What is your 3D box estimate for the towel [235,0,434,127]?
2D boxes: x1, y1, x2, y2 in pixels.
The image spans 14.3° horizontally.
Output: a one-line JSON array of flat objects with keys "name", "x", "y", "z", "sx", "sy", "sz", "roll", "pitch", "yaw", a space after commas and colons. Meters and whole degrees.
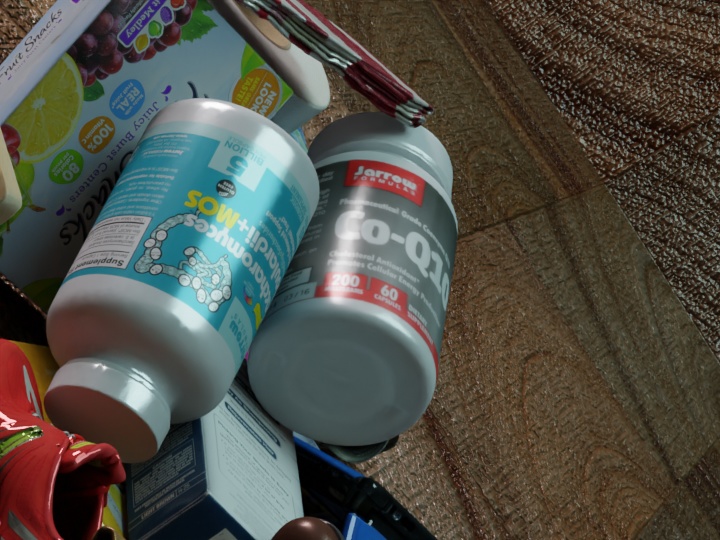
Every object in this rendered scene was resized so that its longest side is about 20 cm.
[{"name": "towel", "x": -0.054, "y": -0.163, "z": 1.776, "sx": 0.200, "sy": 0.023, "sz": 0.144, "roll": 32, "pitch": 9, "yaw": -37}]

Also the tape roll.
[{"name": "tape roll", "x": -0.093, "y": -0.180, "z": 1.893, "sx": 0.203, "sy": 0.037, "sz": 0.203, "roll": 52, "pitch": 14, "yaw": -18}]

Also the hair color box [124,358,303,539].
[{"name": "hair color box", "x": -0.086, "y": 0.116, "z": 1.665, "sx": 0.100, "sy": 0.060, "sz": 0.200, "roll": 48, "pitch": 16, "yaw": -28}]

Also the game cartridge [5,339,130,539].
[{"name": "game cartridge", "x": -0.131, "y": 0.134, "z": 1.651, "sx": 0.200, "sy": 0.032, "sz": 0.176, "roll": 62, "pitch": 15, "yaw": 14}]

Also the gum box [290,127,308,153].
[{"name": "gum box", "x": -0.100, "y": -0.103, "z": 1.861, "sx": 0.200, "sy": 0.044, "sz": 0.170, "roll": 46, "pitch": 18, "yaw": -37}]

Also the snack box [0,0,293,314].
[{"name": "snack box", "x": -0.154, "y": -0.079, "z": 1.697, "sx": 0.142, "sy": 0.200, "sz": 0.053, "roll": 45, "pitch": -7, "yaw": -39}]

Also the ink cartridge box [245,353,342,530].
[{"name": "ink cartridge box", "x": -0.052, "y": 0.138, "z": 1.887, "sx": 0.200, "sy": 0.042, "sz": 0.119, "roll": 59, "pitch": 15, "yaw": 1}]

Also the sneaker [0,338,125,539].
[{"name": "sneaker", "x": -0.163, "y": 0.108, "z": 1.497, "sx": 0.077, "sy": 0.085, "sz": 0.200, "roll": 44, "pitch": 19, "yaw": -43}]

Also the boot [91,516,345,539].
[{"name": "boot", "x": -0.090, "y": 0.179, "z": 1.474, "sx": 0.068, "sy": 0.189, "sz": 0.200, "roll": 14, "pitch": -22, "yaw": 37}]

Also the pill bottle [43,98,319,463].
[{"name": "pill bottle", "x": -0.106, "y": 0.008, "z": 1.616, "sx": 0.111, "sy": 0.111, "sz": 0.200, "roll": 47, "pitch": 52, "yaw": -32}]

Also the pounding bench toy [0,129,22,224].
[{"name": "pounding bench toy", "x": -0.256, "y": -0.042, "z": 1.435, "sx": 0.156, "sy": 0.124, "sz": 0.200, "roll": 40, "pitch": 22, "yaw": -49}]

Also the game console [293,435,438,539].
[{"name": "game console", "x": 0.010, "y": 0.217, "z": 1.804, "sx": 0.171, "sy": 0.118, "sz": 0.200, "roll": 25, "pitch": -17, "yaw": 50}]

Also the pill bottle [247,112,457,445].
[{"name": "pill bottle", "x": 0.000, "y": 0.000, "z": 1.755, "sx": 0.114, "sy": 0.114, "sz": 0.200, "roll": 48, "pitch": 32, "yaw": -29}]

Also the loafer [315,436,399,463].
[{"name": "loafer", "x": -0.009, "y": 0.105, "z": 2.012, "sx": 0.070, "sy": 0.070, "sz": 0.200, "roll": 66, "pitch": 8, "yaw": 21}]
